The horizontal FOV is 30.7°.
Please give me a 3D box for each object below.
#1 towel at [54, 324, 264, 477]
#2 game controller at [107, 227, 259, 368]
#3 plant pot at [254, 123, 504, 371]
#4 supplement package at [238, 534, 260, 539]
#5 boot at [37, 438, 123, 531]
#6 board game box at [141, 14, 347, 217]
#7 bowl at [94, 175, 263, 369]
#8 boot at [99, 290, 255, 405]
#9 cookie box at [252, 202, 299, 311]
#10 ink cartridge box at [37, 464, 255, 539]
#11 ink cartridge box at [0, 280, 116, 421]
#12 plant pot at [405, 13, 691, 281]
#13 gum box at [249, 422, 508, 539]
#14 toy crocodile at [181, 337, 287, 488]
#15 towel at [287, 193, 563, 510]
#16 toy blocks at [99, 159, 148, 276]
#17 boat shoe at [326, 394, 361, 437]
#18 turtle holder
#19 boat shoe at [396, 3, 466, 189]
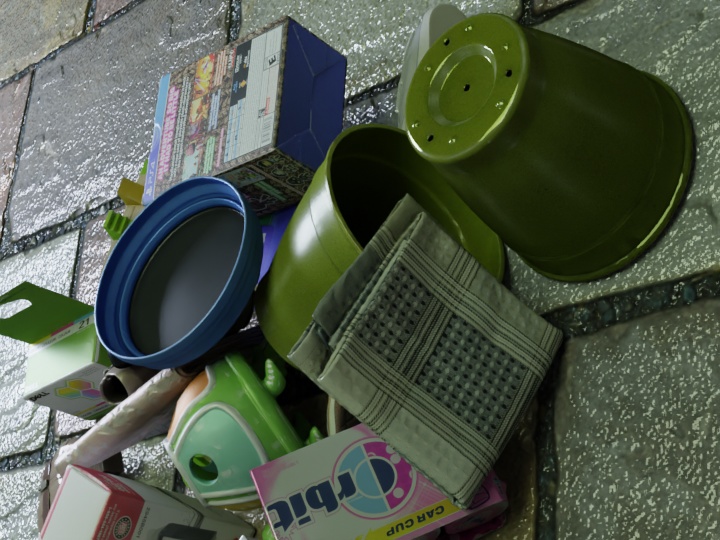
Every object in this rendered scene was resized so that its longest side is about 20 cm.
[{"bbox_3d":[-0.206,0.138,1.391,0.200,0.191,0.032,-40,81,26],"label":"towel"},{"bbox_3d":[-0.179,0.026,1.327,0.199,0.042,0.105,-29,46,25],"label":"game controller"},{"bbox_3d":[0.000,0.000,1.241,0.193,0.199,0.202,-44,43,39],"label":"plant pot"},{"bbox_3d":[-0.096,0.365,1.196,0.201,0.116,0.117,-58,41,9],"label":"supplement package"},{"bbox_3d":[-0.324,0.289,1.515,0.146,0.070,0.202,-31,50,42],"label":"boot"},{"bbox_3d":[-0.121,-0.147,1.379,0.199,0.096,0.161,-17,58,38],"label":"board game box"},{"bbox_3d":[-0.175,0.004,1.278,0.199,0.039,0.202,-23,49,29],"label":"bowl"},{"bbox_3d":[-0.198,0.078,1.380,0.146,0.070,0.200,-38,-5,-33],"label":"boot"},{"bbox_3d":[-0.102,-0.059,1.446,0.170,0.075,0.202,6,76,47],"label":"cookie box"},{"bbox_3d":[-0.219,0.292,1.301,0.084,0.199,0.147,18,84,43],"label":"ink cartridge box"},{"bbox_3d":[-0.353,0.098,1.538,0.147,0.199,0.076,-25,54,37],"label":"ink cartridge box"},{"bbox_3d":[0.144,-0.118,1.114,0.199,0.192,0.202,-23,55,38],"label":"plant pot"},{"bbox_3d":[0.019,0.193,1.120,0.198,0.066,0.114,-22,59,-7],"label":"gum box"},{"bbox_3d":[-0.128,0.148,1.380,0.062,0.067,0.201,37,100,12],"label":"toy crocodile"},{"bbox_3d":[0.061,0.062,1.085,0.193,0.200,0.035,-54,10,-27],"label":"towel"},{"bbox_3d":[-0.217,-0.044,1.551,0.135,0.100,0.201,-2,53,24],"label":"toy blocks"},{"bbox_3d":[-0.006,0.129,1.199,0.076,0.071,0.202,-127,37,-53],"label":"boat shoe"},{"bbox_3d":[-0.109,0.176,1.282,0.131,0.186,0.141,-34,31,-9],"label":"turtle holder"},{"bbox_3d":[0.066,-0.172,1.336,0.068,0.071,0.202,152,124,-62],"label":"boat shoe"}]
